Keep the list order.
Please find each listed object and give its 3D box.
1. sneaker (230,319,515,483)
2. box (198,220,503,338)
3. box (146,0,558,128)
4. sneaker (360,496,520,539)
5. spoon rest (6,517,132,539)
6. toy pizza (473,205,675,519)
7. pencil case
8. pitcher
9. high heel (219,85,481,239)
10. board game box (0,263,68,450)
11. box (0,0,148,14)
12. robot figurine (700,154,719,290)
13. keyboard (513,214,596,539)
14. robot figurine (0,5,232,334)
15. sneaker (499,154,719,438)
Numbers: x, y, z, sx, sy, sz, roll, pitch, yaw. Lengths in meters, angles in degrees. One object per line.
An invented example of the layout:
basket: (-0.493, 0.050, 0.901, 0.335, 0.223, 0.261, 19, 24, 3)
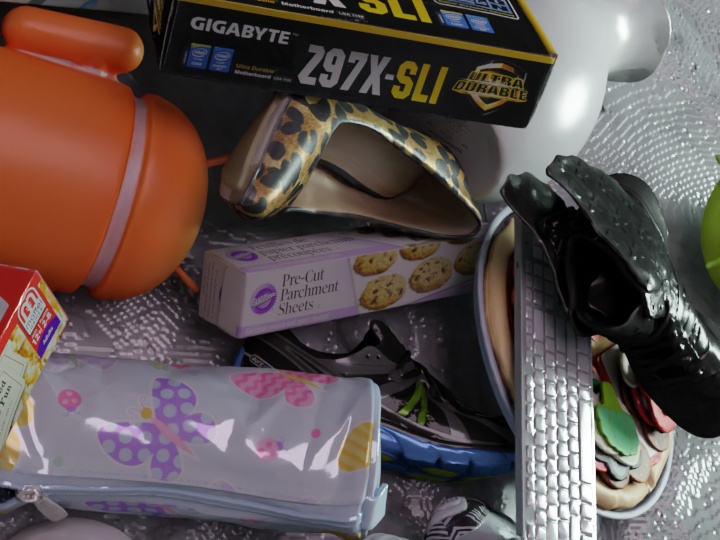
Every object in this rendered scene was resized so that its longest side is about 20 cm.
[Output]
sneaker: (0.023, 0.071, 0.859, 0.200, 0.071, 0.083, 16, 70, -17)
box: (0.000, 0.000, 0.866, 0.200, 0.039, 0.041, -9, 115, -41)
box: (-0.014, -0.147, 0.804, 0.200, 0.049, 0.160, 7, 36, -18)
sneaker: (0.067, 0.177, 0.778, 0.115, 0.075, 0.200, 24, 10, 25)
spoon rest: (-0.144, 0.217, 0.722, 0.099, 0.061, 0.200, -4, 66, 5)
toy pizza: (0.138, 0.048, 0.905, 0.200, 0.032, 0.200, 30, 48, -40)
pencil case: (-0.087, 0.087, 0.756, 0.200, 0.091, 0.083, 5, 110, -7)
pitcher: (0.082, -0.138, 0.959, 0.172, 0.121, 0.200, 34, 46, 14)
high heel: (0.004, -0.041, 0.804, 0.143, 0.071, 0.200, 37, 23, -7)
board game box: (-0.244, 0.080, 0.688, 0.151, 0.046, 0.200, 9, 58, 20)
box: (-0.180, -0.217, 0.826, 0.156, 0.041, 0.200, 59, 22, 4)
robot figurine: (0.315, -0.017, 1.015, 0.200, 0.116, 0.176, 14, 71, -21)
keyboard: (0.108, 0.057, 0.837, 0.056, 0.011, 0.200, 17, 62, -30)
robot figurine: (-0.166, -0.049, 0.787, 0.200, 0.117, 0.144, 15, 52, -20)
sneaker: (0.149, 0.021, 0.844, 0.200, 0.060, 0.104, 64, 31, -9)
